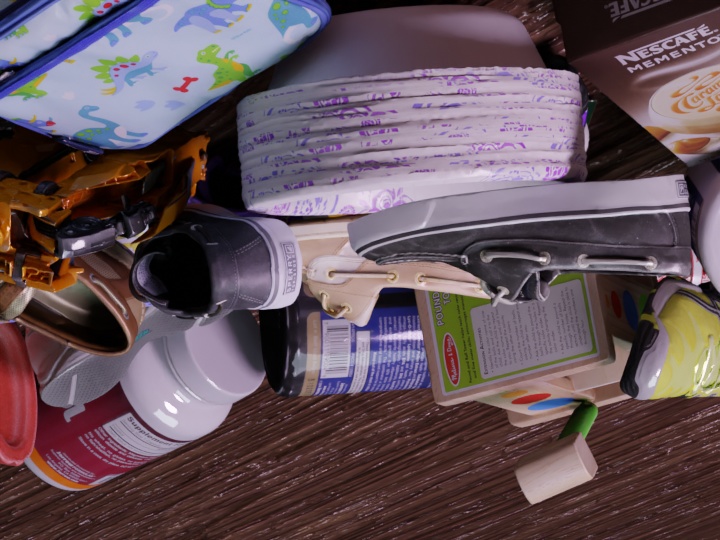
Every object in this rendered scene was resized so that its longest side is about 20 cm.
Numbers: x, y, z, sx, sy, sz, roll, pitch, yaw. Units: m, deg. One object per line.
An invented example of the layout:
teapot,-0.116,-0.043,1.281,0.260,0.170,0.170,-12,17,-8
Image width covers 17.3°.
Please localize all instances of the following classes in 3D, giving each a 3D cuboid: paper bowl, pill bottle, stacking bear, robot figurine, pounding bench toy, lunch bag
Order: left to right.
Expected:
stacking bear,-0.349,0.088,1.740,0.199,0.115,0.121,-9,158,33
robot figurine,-0.172,-0.043,1.377,0.144,0.059,0.200,13,-154,19
lunch bag,-0.130,-0.144,1.288,0.199,0.083,0.160,-25,150,33
pill bottle,-0.168,0.086,1.794,0.199,0.114,0.112,-27,152,37
pill bottle,0.031,0.032,1.733,0.198,0.113,0.112,-3,158,-13
paper bowl,0.028,-0.091,1.349,0.199,0.105,0.201,-3,178,0
pounding bench toy,0.131,0.060,1.568,0.123,0.202,0.156,-16,163,23
pill bottle,0.269,-0.039,1.563,0.110,0.112,0.200,-10,-170,4

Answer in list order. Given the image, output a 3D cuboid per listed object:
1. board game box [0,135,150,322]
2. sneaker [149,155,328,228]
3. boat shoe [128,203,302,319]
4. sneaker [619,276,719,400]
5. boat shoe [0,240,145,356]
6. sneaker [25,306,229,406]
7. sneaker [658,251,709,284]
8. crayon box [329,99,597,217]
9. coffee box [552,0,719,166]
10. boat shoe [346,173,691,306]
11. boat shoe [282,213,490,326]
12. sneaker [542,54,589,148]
board game box,-0.236,-0.025,1.532,0.198,0.029,0.135,-7,130,-3
sneaker,-0.097,-0.036,1.582,0.199,0.084,0.081,-8,-154,43
boat shoe,-0.103,0.000,1.403,0.066,0.071,0.200,-7,-172,-26
sneaker,0.228,0.047,1.516,0.076,0.076,0.200,24,-162,24
boat shoe,-0.217,-0.006,1.483,0.199,0.074,0.076,25,121,-27
sneaker,-0.156,0.014,1.688,0.199,0.081,0.070,-31,149,3
sneaker,0.216,-0.012,1.756,0.107,0.068,0.201,-12,161,7
crayon box,0.058,-0.061,1.597,0.198,0.051,0.127,-6,158,-7
coffee box,0.203,-0.141,1.411,0.114,0.080,0.200,-19,156,24
boat shoe,0.087,-0.013,1.325,0.198,0.064,0.071,-6,178,21
boat shoe,0.000,0.000,1.468,0.198,0.070,0.074,-5,-178,5
sneaker,0.048,-0.101,1.485,0.198,0.070,0.100,-11,152,-5
